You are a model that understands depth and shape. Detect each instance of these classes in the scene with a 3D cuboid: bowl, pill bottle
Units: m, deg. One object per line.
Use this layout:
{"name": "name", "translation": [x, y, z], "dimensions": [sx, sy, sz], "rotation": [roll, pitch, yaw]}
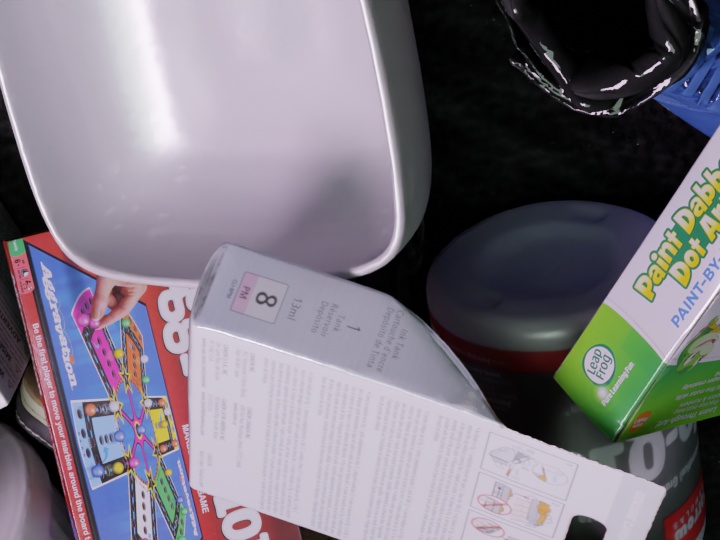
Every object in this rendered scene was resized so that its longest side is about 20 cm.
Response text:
{"name": "bowl", "translation": [-0.058, -0.097, 0.991], "dimensions": [0.199, 0.075, 0.201], "rotation": [0, 110, 34]}
{"name": "pill bottle", "translation": [0.098, 0.081, 1.086], "dimensions": [0.113, 0.114, 0.201], "rotation": [-5, 120, 11]}

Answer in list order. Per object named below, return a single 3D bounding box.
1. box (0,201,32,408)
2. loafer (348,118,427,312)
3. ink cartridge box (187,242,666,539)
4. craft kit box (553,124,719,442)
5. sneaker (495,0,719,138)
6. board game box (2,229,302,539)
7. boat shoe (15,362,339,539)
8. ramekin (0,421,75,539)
{"name": "box", "translation": [-0.259, 0.028, 1.112], "dimensions": [0.199, 0.102, 0.113], "rotation": [-22, 115, 19]}
{"name": "loafer", "translation": [0.000, 0.000, 1.090], "dimensions": [0.063, 0.072, 0.201], "rotation": [-9, 124, -31]}
{"name": "ink cartridge box", "translation": [0.024, 0.073, 1.004], "dimensions": [0.198, 0.057, 0.163], "rotation": [15, 151, 4]}
{"name": "craft kit box", "translation": [0.195, -0.027, 0.973], "dimensions": [0.049, 0.199, 0.198], "rotation": [45, 122, 28]}
{"name": "sneaker", "translation": [0.132, -0.087, 0.983], "dimensions": [0.199, 0.112, 0.077], "rotation": [38, 118, -15]}
{"name": "board game box", "translation": [-0.090, 0.072, 1.096], "dimensions": [0.102, 0.019, 0.202], "rotation": [-15, 96, -15]}
{"name": "boat shoe", "translation": [-0.085, 0.112, 1.157], "dimensions": [0.199, 0.072, 0.065], "rotation": [29, 116, -16]}
{"name": "ramekin", "translation": [-0.206, 0.178, 1.146], "dimensions": [0.201, 0.203, 0.094], "rotation": [-28, 124, 22]}
